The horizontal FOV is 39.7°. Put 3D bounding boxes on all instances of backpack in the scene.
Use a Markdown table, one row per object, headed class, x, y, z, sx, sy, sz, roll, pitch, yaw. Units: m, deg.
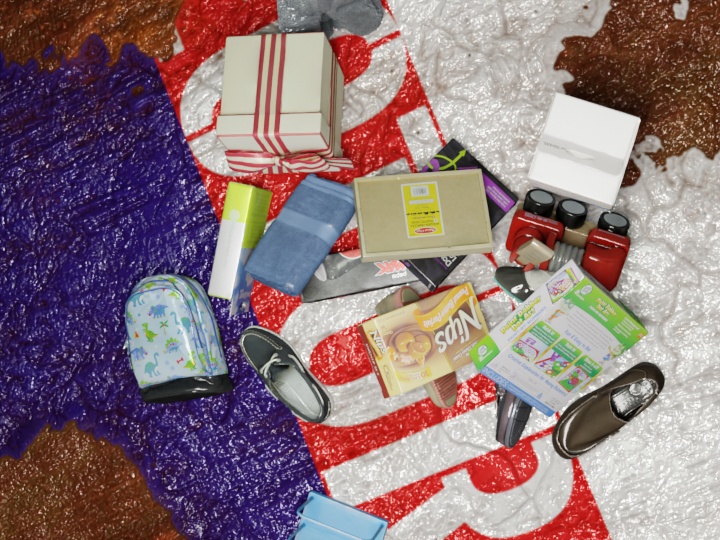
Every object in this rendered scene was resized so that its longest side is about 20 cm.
| class | x | y | z | sx | sy | sz | roll | pitch | yaw |
| --- | --- | --- | --- | --- | --- | --- | --- | --- | --- |
| backpack | -0.303 | 0.104 | 1.616 | 0.161 | 0.154 | 0.203 | -9 | 76 | 19 |

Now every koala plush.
| class | x | y | z | sx | sy | sz | roll | pitch | yaw |
| --- | --- | --- | --- | --- | --- | --- | --- | --- | --- |
| koala plush | -0.083 | -0.463 | 1.549 | 0.175 | 0.184 | 0.202 | -24 | 69 | 5 |

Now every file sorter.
| class | x | y | z | sx | sy | sz | roll | pitch | yaw |
| --- | --- | --- | --- | --- | --- | --- | --- | --- | --- |
| file sorter | -0.059 | 0.476 | 1.563 | 0.137 | 0.123 | 0.203 | 18 | 95 | 12 |

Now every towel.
| class | x | y | z | sx | sy | sz | roll | pitch | yaw |
| --- | --- | --- | --- | --- | --- | --- | --- | --- | --- |
| towel | -0.088 | -0.055 | 1.560 | 0.111 | 0.049 | 0.201 | 22 | 67 | 28 |

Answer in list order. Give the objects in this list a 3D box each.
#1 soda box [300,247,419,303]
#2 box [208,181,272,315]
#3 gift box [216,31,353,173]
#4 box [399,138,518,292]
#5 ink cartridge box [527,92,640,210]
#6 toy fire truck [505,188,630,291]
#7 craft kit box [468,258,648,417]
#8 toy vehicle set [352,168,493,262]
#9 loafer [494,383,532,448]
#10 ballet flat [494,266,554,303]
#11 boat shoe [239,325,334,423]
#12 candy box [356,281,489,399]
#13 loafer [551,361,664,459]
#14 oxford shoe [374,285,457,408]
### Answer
| class | x | y | z | sx | sy | sz | roll | pitch | yaw |
| --- | --- | --- | --- | --- | --- | --- | --- | --- | --- |
| soda box | 0.000 | 0.000 | 1.577 | 0.197 | 0.063 | 0.072 | -12 | 88 | 12 |
| box | -0.192 | -0.035 | 1.588 | 0.047 | 0.122 | 0.203 | 12 | 93 | 8 |
| gift box | -0.108 | -0.239 | 1.544 | 0.182 | 0.200 | 0.190 | -1 | 75 | 16 |
| box | 0.126 | -0.086 | 1.525 | 0.143 | 0.036 | 0.200 | 42 | 76 | 8 |
| ink cartridge box | 0.322 | -0.168 | 1.435 | 0.127 | 0.200 | 0.127 | 18 | 94 | 11 |
| toy fire truck | 0.291 | -0.027 | 1.425 | 0.174 | 0.201 | 0.130 | 19 | 127 | 11 |
| craft kit box | 0.283 | 0.102 | 1.415 | 0.197 | 0.199 | 0.049 | -41 | 44 | 16 |
| toy vehicle set | 0.092 | -0.083 | 1.489 | 0.197 | 0.027 | 0.126 | -4 | 73 | -6 |
| loafer | 0.236 | 0.168 | 1.532 | 0.062 | 0.072 | 0.203 | 15 | 87 | 31 |
| ballet flat | 0.298 | 0.041 | 1.509 | 0.199 | 0.068 | 0.069 | 37 | 124 | 3 |
| boat shoe | -0.123 | 0.165 | 1.606 | 0.199 | 0.060 | 0.076 | 39 | 98 | 9 |
| candy box | 0.102 | 0.103 | 1.496 | 0.055 | 0.198 | 0.117 | -26 | 84 | 54 |
| loafer | 0.367 | 0.209 | 1.493 | 0.200 | 0.071 | 0.073 | -43 | 82 | 9 |
| oxford shoe | 0.089 | 0.127 | 1.567 | 0.073 | 0.070 | 0.202 | -26 | 86 | 37 |
